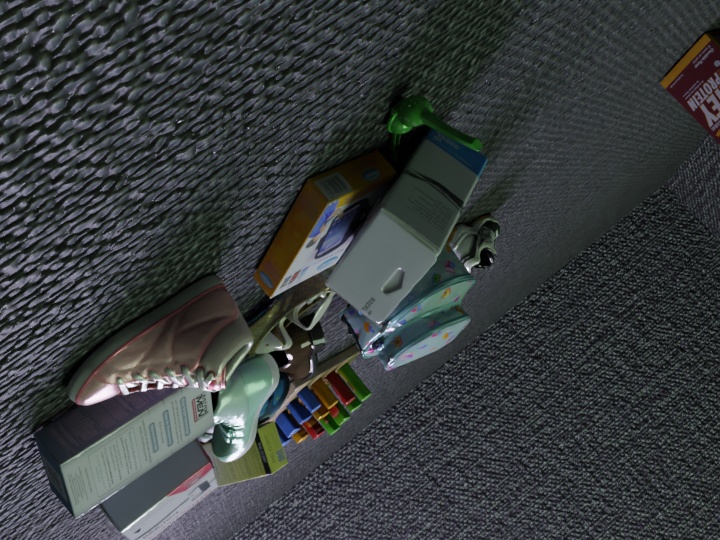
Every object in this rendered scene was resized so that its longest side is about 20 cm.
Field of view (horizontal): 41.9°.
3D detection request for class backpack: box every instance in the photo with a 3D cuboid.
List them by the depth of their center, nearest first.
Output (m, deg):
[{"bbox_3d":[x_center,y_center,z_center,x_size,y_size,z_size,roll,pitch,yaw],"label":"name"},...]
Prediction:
[{"bbox_3d":[0.085,0.051,1.475,0.174,0.154,0.201,-16,150,-39],"label":"backpack"}]

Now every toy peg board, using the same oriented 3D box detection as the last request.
[{"bbox_3d":[-0.086,0.272,1.863,0.198,0.098,0.200,-25,159,-49],"label":"toy peg board"}]

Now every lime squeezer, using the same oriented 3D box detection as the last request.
[{"bbox_3d":[0.060,-0.154,0.998,0.038,0.070,0.200,-59,-159,-10],"label":"lime squeezer"}]

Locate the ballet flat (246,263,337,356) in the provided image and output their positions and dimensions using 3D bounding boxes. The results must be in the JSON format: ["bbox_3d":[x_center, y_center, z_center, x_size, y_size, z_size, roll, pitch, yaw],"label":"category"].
[{"bbox_3d":[-0.098,0.063,1.234,0.200,0.071,0.071,-43,166,11],"label":"ballet flat"}]

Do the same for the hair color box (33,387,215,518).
[{"bbox_3d":[-0.267,0.184,1.090,0.199,0.060,0.100,-32,141,-32],"label":"hair color box"}]

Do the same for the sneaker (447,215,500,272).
[{"bbox_3d":[0.215,-0.041,1.724,0.076,0.088,0.199,-51,165,31],"label":"sneaker"}]

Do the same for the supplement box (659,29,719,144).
[{"bbox_3d":[0.755,-0.375,1.915,0.199,0.198,0.133,-26,160,-49],"label":"supplement box"}]

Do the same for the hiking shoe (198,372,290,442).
[{"bbox_3d":[-0.170,0.195,1.430,0.199,0.075,0.087,-26,161,-48],"label":"hiking shoe"}]

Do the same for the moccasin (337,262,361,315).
[{"bbox_3d":[0.000,0.000,1.308,0.080,0.069,0.201,-27,161,-21],"label":"moccasin"}]

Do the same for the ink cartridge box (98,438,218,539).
[{"bbox_3d":[-0.274,0.289,1.269,0.145,0.085,0.200,-36,168,-17],"label":"ink cartridge box"}]

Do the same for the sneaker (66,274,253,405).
[{"bbox_3d":[-0.201,0.100,0.985,0.199,0.105,0.075,-35,168,-17],"label":"sneaker"}]

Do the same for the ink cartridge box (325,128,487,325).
[{"bbox_3d":[0.056,-0.057,1.101,0.145,0.083,0.201,-52,-176,42],"label":"ink cartridge box"}]

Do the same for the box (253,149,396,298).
[{"bbox_3d":[-0.047,-0.045,1.087,0.119,0.042,0.201,-29,160,-42],"label":"box"}]

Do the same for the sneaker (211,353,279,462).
[{"bbox_3d":[-0.195,0.196,1.276,0.117,0.074,0.202,-12,140,-42],"label":"sneaker"}]

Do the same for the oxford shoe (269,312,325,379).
[{"bbox_3d":[-0.107,0.122,1.420,0.083,0.073,0.200,-19,159,-15],"label":"oxford shoe"}]

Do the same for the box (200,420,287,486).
[{"bbox_3d":[-0.214,0.299,1.487,0.198,0.076,0.050,-21,178,29],"label":"box"}]
